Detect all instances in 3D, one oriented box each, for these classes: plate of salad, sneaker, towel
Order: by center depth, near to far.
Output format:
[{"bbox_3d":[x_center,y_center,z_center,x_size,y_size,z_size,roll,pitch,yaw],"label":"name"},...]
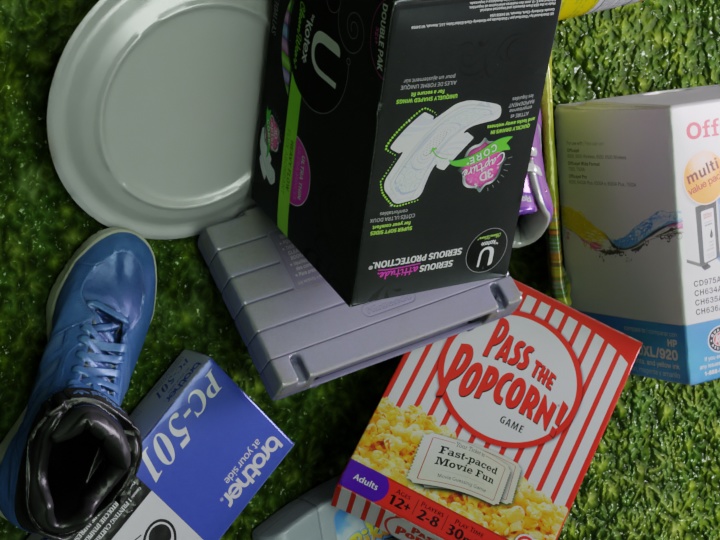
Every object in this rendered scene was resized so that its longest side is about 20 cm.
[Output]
[{"bbox_3d":[-0.165,0.071,1.047,0.076,0.111,0.202,29,80,-29],"label":"sneaker"},{"bbox_3d":[-0.112,-0.114,1.086,0.198,0.048,0.202,-17,126,-25],"label":"plate of salad"},{"bbox_3d":[0.099,-0.100,1.139,0.072,0.115,0.201,-14,137,5],"label":"sneaker"},{"bbox_3d":[0.142,-0.077,1.232,0.018,0.086,0.203,-4,98,4],"label":"towel"}]

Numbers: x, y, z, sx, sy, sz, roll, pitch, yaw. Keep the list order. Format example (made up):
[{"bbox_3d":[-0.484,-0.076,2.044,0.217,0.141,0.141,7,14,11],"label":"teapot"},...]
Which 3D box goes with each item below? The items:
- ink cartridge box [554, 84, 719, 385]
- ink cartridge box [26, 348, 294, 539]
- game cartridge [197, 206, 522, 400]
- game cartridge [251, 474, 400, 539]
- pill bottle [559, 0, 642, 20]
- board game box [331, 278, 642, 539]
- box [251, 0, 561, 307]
[{"bbox_3d":[0.248,-0.034,1.261,0.146,0.144,0.203,-10,99,-28],"label":"ink cartridge box"},{"bbox_3d":[-0.141,0.159,1.108,0.094,0.044,0.201,47,72,-27],"label":"ink cartridge box"},{"bbox_3d":[0.000,0.000,1.148,0.198,0.038,0.130,-18,66,-28],"label":"game cartridge"},{"bbox_3d":[0.020,0.207,1.215,0.198,0.040,0.135,-16,99,-28],"label":"game cartridge"},{"bbox_3d":[0.155,-0.240,1.206,0.198,0.109,0.111,-17,103,-28],"label":"pill bottle"},{"bbox_3d":[0.090,0.106,1.171,0.150,0.046,0.201,25,64,6],"label":"board game box"},{"bbox_3d":[0.023,-0.106,1.047,0.123,0.149,0.202,-9,124,-29],"label":"box"}]
